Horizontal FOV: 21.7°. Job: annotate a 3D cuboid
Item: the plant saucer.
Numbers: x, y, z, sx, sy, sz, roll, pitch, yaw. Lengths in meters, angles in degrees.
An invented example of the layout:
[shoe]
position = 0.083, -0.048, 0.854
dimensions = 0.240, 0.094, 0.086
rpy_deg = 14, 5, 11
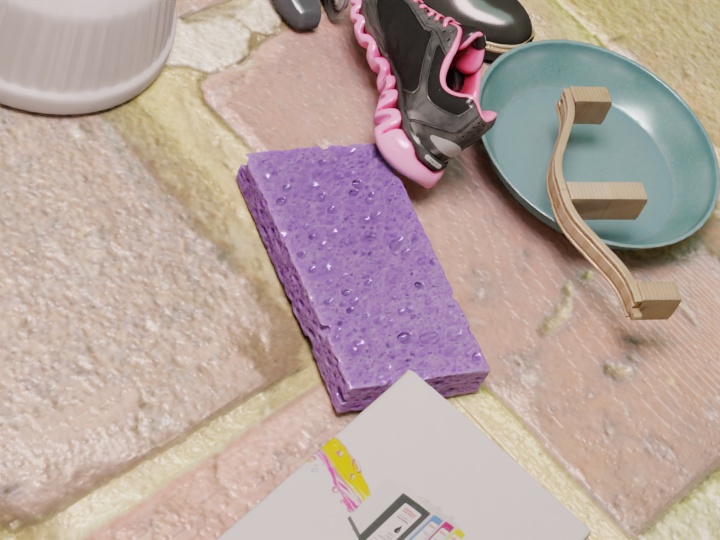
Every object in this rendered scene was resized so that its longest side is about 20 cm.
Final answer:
[plant saucer]
position = 0.174, -0.088, 1.418
dimensions = 0.199, 0.036, 0.201
rpy_deg = 11, 51, -14

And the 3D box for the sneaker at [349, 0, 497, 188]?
[sneaker]
position = 0.053, -0.158, 1.369
dimensions = 0.079, 0.095, 0.201
rpy_deg = 25, 42, -41

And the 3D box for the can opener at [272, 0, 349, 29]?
[can opener]
position = -0.055, -0.275, 1.455
dimensions = 0.066, 0.053, 0.201
rpy_deg = -5, 56, -26

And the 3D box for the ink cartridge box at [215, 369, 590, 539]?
[ink cartridge box]
position = -0.001, 0.188, 1.054
dimensions = 0.145, 0.148, 0.200
rpy_deg = 42, 49, 12

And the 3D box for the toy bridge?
[toy bridge]
position = 0.170, -0.049, 1.345
dimensions = 0.067, 0.027, 0.201
rpy_deg = 0, 54, -19

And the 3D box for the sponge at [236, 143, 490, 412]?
[sponge]
position = 0.000, 0.000, 1.280
dimensions = 0.111, 0.030, 0.201
rpy_deg = -7, 56, -29

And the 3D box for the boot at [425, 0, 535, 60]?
[boot]
position = 0.067, -0.265, 1.442
dimensions = 0.200, 0.139, 0.077
rpy_deg = 38, 49, 7

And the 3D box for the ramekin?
[ramekin]
position = -0.216, -0.214, 1.311
dimensions = 0.201, 0.094, 0.203
rpy_deg = 12, 51, -15
